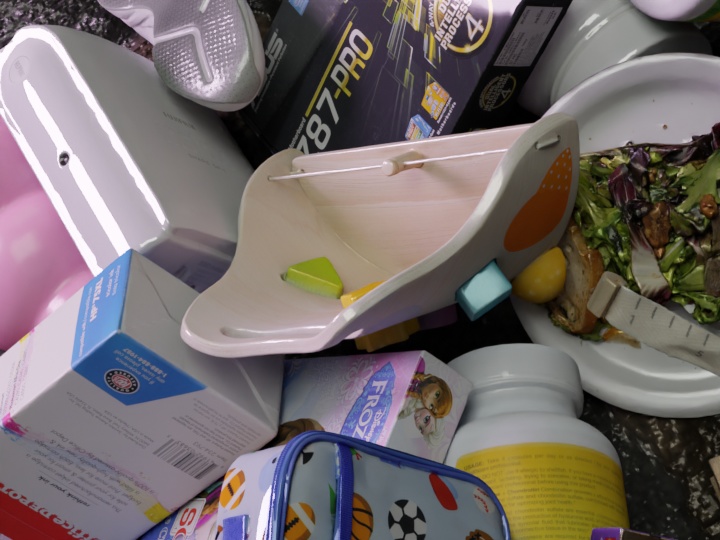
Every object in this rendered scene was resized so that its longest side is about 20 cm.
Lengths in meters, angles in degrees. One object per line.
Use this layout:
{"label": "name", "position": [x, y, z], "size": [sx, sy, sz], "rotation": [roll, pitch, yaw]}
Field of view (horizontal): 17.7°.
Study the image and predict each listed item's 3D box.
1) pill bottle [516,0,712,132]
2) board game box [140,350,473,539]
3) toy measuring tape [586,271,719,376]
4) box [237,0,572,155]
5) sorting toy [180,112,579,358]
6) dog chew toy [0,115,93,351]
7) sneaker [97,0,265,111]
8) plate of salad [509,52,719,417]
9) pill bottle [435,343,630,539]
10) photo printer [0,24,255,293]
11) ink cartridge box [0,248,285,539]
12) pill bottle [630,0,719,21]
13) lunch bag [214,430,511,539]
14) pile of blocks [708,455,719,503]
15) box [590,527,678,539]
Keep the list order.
{"label": "pill bottle", "position": [0.110, -0.163, 1.366], "size": [0.114, 0.114, 0.200], "rotation": [-37, 59, -4]}
{"label": "board game box", "position": [-0.048, 0.142, 1.239], "size": [0.199, 0.041, 0.201], "rotation": [-8, 54, 52]}
{"label": "toy measuring tape", "position": [0.214, 0.043, 1.226], "size": [0.199, 0.074, 0.074], "rotation": [26, 70, -3]}
{"label": "box", "position": [0.020, -0.126, 1.347], "size": [0.161, 0.049, 0.201], "rotation": [51, 127, 32]}
{"label": "sorting toy", "position": [0.000, 0.000, 1.226], "size": [0.199, 0.108, 0.180], "rotation": [-5, 17, 40]}
{"label": "dog chew toy", "position": [-0.197, -0.007, 1.383], "size": [0.125, 0.125, 0.200], "rotation": [-45, 68, -9]}
{"label": "sneaker", "position": [-0.093, -0.147, 1.410], "size": [0.071, 0.080, 0.200], "rotation": [-50, 36, 7]}
{"label": "plate of salad", "position": [0.174, -0.019, 1.263], "size": [0.198, 0.048, 0.202], "rotation": [0, 93, 9]}
{"label": "pill bottle", "position": [0.087, 0.145, 1.210], "size": [0.111, 0.112, 0.201], "rotation": [-11, 60, 12]}
{"label": "photo printer", "position": [-0.124, -0.057, 1.358], "size": [0.069, 0.166, 0.201], "rotation": [-45, 56, 17]}
{"label": "ink cartridge box", "position": [-0.150, 0.089, 1.282], "size": [0.200, 0.116, 0.068], "rotation": [-37, 33, 31]}
{"label": "pill bottle", "position": [0.248, -0.195, 1.296], "size": [0.199, 0.111, 0.112], "rotation": [-3, 53, -29]}
{"label": "lunch bag", "position": [-0.005, 0.183, 1.083], "size": [0.075, 0.160, 0.202], "rotation": [-20, 58, 46]}
{"label": "pile of blocks", "position": [0.212, 0.173, 1.185], "size": [0.081, 0.062, 0.202], "rotation": [0, 63, 18]}
{"label": "box", "position": [0.162, 0.235, 1.112], "size": [0.136, 0.039, 0.202], "rotation": [14, 81, -16]}
